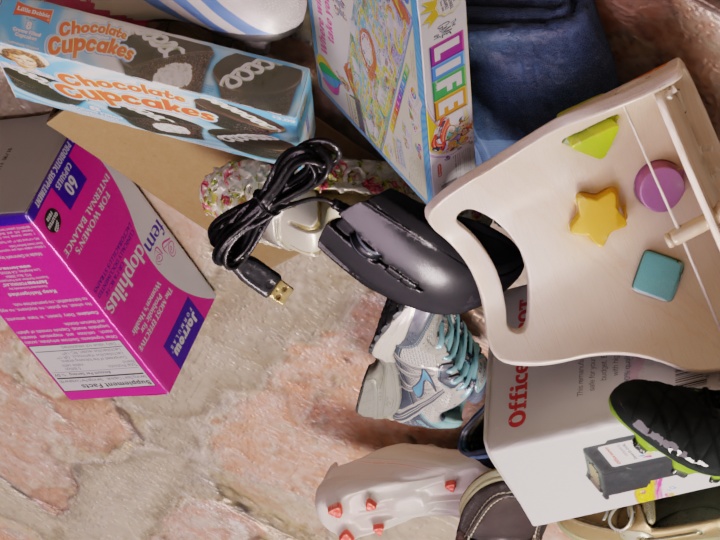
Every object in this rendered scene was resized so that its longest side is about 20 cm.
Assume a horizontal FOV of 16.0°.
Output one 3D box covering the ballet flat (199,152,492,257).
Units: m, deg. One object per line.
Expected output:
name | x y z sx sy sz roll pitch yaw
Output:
ballet flat | -0.009 -0.038 1.681 0.199 0.064 0.076 0 132 2

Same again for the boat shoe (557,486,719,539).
boat shoe | 0.233 0.163 1.830 0.200 0.074 0.063 3 150 22

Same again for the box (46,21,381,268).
box | -0.094 -0.082 1.742 0.200 0.021 0.163 34 145 -23

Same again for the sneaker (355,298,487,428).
sneaker | 0.054 0.051 1.806 0.086 0.078 0.200 18 154 4

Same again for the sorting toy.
sorting toy | 0.141 -0.024 1.546 0.179 0.107 0.201 -22 116 10

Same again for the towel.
towel | 0.114 -0.095 1.595 0.111 0.049 0.200 5 140 25

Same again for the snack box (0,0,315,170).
snack box | -0.129 -0.118 1.618 0.199 0.037 0.116 15 166 5

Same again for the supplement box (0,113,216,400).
supplement box | -0.207 -0.007 1.853 0.103 0.102 0.200 -4 137 33

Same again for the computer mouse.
computer mouse | 0.000 0.000 1.637 0.199 0.046 0.140 27 134 -32

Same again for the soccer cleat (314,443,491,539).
soccer cleat | 0.063 0.159 1.946 0.199 0.078 0.070 -7 124 9

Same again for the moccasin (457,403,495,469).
moccasin | 0.125 0.100 1.802 0.068 0.081 0.200 5 148 -18

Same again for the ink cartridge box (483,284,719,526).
ink cartridge box | 0.187 0.065 1.629 0.199 0.146 0.083 -15 131 20

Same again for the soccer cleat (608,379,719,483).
soccer cleat | 0.243 0.094 1.512 0.199 0.068 0.081 20 115 -13

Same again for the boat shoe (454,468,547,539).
boat shoe | 0.101 0.213 1.888 0.073 0.065 0.200 4 145 -7

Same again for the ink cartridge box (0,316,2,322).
ink cartridge box | -0.340 0.013 1.874 0.084 0.201 0.146 -8 134 34

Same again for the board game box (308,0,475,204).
board game box | 0.015 -0.147 1.536 0.135 0.034 0.201 49 159 33

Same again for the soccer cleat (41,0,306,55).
soccer cleat | -0.121 -0.193 1.606 0.199 0.070 0.087 10 118 27
